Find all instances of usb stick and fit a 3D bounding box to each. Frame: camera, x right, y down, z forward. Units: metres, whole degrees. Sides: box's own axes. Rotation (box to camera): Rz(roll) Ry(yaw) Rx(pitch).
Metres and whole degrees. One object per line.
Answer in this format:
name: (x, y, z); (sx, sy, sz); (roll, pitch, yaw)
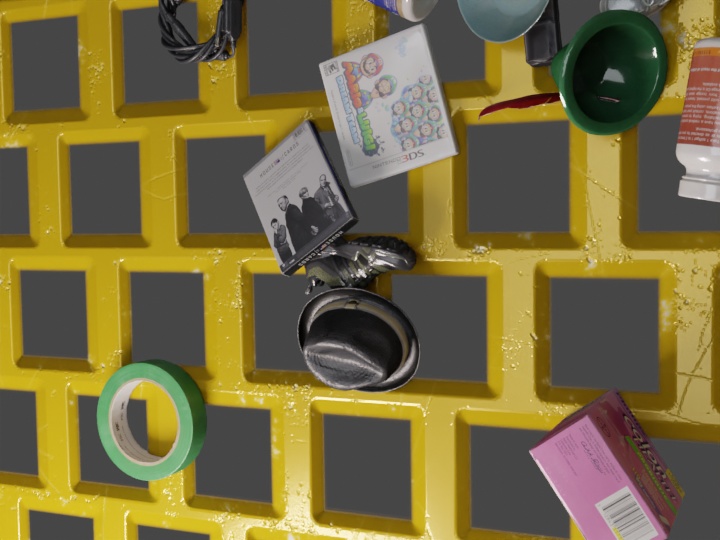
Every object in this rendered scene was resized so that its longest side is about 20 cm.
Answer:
usb stick: (0.252, -0.389, 1.412); (0.055, 0.033, 0.202); (-5, 92, 32)

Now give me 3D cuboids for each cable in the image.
cable: (-0.262, -0.440, 1.633); (0.162, 0.051, 0.202); (2, 97, 29)

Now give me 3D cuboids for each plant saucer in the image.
plant saucer: (0.212, -0.421, 1.397); (0.200, 0.038, 0.204); (9, 102, 51)

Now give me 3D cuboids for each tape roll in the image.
tape roll: (-0.359, 0.256, 1.718); (0.198, 0.048, 0.203); (2, 95, 24)

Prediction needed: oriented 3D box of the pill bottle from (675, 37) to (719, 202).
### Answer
pill bottle: (0.469, -0.190, 1.286); (0.111, 0.112, 0.202); (12, 98, 22)

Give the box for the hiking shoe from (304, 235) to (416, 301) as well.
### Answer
hiking shoe: (0.000, 0.000, 1.536); (0.198, 0.076, 0.102); (4, 104, 33)

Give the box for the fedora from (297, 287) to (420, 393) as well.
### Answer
fedora: (-0.014, 0.124, 1.502); (0.198, 0.092, 0.203); (9, 119, 17)

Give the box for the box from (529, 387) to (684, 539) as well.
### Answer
box: (0.333, 0.270, 1.330); (0.096, 0.200, 0.177); (-36, 79, 21)

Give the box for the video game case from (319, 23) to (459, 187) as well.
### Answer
video game case: (0.041, -0.248, 1.519); (0.180, 0.024, 0.202); (-16, 87, 24)

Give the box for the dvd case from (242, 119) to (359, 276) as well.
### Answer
dvd case: (-0.096, -0.114, 1.555); (0.150, 0.025, 0.201); (-37, 58, 22)

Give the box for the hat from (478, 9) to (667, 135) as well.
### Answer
hat: (0.295, -0.284, 1.396); (0.176, 0.198, 0.168); (-142, 49, -61)

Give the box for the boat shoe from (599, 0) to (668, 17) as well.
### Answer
boat shoe: (0.406, -0.398, 1.325); (0.201, 0.065, 0.075); (-28, 82, 23)

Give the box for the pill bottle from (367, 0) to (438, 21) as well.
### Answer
pill bottle: (0.021, -0.457, 1.462); (0.199, 0.119, 0.121); (30, 105, 19)
